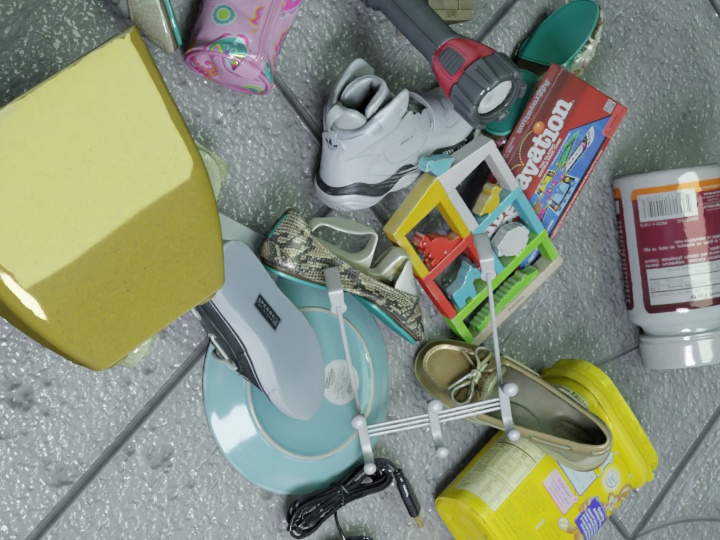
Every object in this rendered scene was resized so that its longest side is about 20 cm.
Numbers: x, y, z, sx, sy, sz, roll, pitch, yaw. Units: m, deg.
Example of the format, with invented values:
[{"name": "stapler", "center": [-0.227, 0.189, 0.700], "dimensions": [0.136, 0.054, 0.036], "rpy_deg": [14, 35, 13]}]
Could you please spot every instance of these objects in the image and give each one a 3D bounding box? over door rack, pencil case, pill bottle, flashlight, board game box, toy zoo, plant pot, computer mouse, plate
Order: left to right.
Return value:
[{"name": "plant pot", "center": [-0.211, -0.037, 1.222], "dimensions": [0.195, 0.194, 0.200], "rpy_deg": [-35, 101, -16]}, {"name": "pencil case", "center": [-0.084, -0.254, 1.423], "dimensions": [0.087, 0.087, 0.200], "rpy_deg": [29, 73, -30]}, {"name": "plate", "center": [-0.049, 0.101, 1.468], "dimensions": [0.200, 0.026, 0.200], "rpy_deg": [2, 86, -34]}, {"name": "computer mouse", "center": [0.011, 0.272, 1.494], "dimensions": [0.140, 0.046, 0.200], "rpy_deg": [-32, 101, -35]}, {"name": "over door rack", "center": [0.056, 0.081, 1.423], "dimensions": [0.148, 0.067, 0.200], "rpy_deg": [-12, 118, -2]}, {"name": "flashlight", "center": [0.065, -0.214, 1.475], "dimensions": [0.068, 0.068, 0.200], "rpy_deg": [-25, 59, -26]}, {"name": "toy zoo", "center": [0.102, -0.034, 1.531], "dimensions": [0.131, 0.020, 0.200], "rpy_deg": [-44, 127, -11]}, {"name": "board game box", "center": [0.172, -0.090, 1.579], "dimensions": [0.103, 0.019, 0.200], "rpy_deg": [24, 98, -38]}, {"name": "pill bottle", "center": [0.325, -0.005, 1.678], "dimensions": [0.114, 0.114, 0.200], "rpy_deg": [-9, 93, -35]}]

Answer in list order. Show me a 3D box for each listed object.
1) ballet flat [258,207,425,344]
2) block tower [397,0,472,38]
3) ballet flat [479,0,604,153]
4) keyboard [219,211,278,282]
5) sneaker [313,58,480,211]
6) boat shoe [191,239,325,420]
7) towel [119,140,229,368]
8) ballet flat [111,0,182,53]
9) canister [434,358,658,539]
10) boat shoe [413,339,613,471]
[{"name": "ballet flat", "center": [0.000, 0.000, 1.459], "dimensions": [0.200, 0.068, 0.075], "rpy_deg": [29, 93, -35]}, {"name": "block tower", "center": [0.061, -0.322, 1.545], "dimensions": [0.058, 0.054, 0.200], "rpy_deg": [-6, 92, -34]}, {"name": "ballet flat", "center": [0.178, -0.183, 1.623], "dimensions": [0.200, 0.076, 0.064], "rpy_deg": [-52, 146, -20]}, {"name": "keyboard", "center": [-0.152, -0.037, 1.405], "dimensions": [0.200, 0.011, 0.056], "rpy_deg": [29, 66, -26]}, {"name": "sneaker", "center": [0.040, -0.142, 1.482], "dimensions": [0.200, 0.075, 0.115], "rpy_deg": [-34, 145, -28]}, {"name": "boat shoe", "center": [-0.097, 0.052, 1.385], "dimensions": [0.199, 0.068, 0.074], "rpy_deg": [54, 50, -40]}, {"name": "towel", "center": [-0.201, -0.035, 1.347], "dimensions": [0.148, 0.036, 0.200], "rpy_deg": [28, 79, -25]}, {"name": "ballet flat", "center": [-0.205, -0.271, 1.365], "dimensions": [0.062, 0.067, 0.200], "rpy_deg": [-17, 95, -6]}, {"name": "canister", "center": [0.180, 0.204, 1.586], "dimensions": [0.200, 0.087, 0.149], "rpy_deg": [-44, 111, -27]}, {"name": "boat shoe", "center": [0.141, 0.118, 1.517], "dimensions": [0.201, 0.063, 0.073], "rpy_deg": [31, 75, 13]}]
